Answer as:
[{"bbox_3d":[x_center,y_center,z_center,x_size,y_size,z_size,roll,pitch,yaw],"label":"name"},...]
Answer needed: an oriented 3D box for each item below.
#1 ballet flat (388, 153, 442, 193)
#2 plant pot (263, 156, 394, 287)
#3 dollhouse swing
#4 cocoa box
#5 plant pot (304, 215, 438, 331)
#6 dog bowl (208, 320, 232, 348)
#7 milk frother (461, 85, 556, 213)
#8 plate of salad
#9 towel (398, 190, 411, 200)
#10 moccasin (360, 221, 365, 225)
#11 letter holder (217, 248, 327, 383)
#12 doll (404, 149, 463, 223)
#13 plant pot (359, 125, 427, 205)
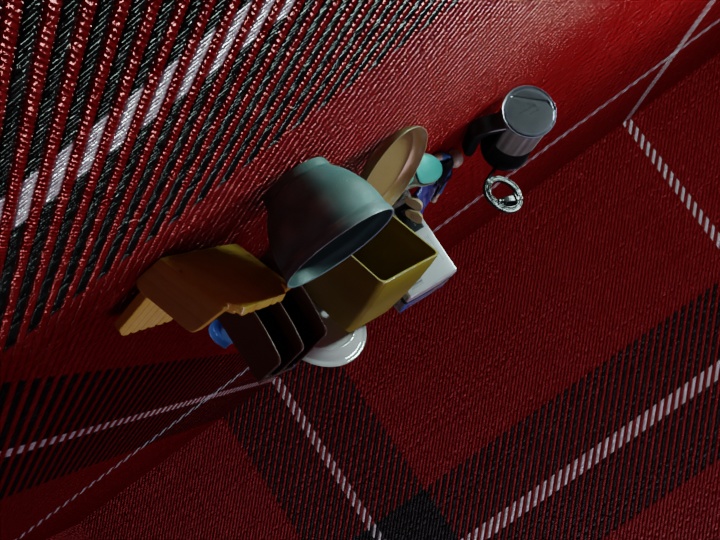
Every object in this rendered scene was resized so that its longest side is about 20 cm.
[{"bbox_3d":[0.089,-0.191,1.541,0.063,0.068,0.199,-7,-169,38],"label":"ballet flat"},{"bbox_3d":[-0.066,-0.087,1.189,0.199,0.135,0.200,-34,172,-5],"label":"plant pot"},{"bbox_3d":[-0.252,0.066,1.226,0.177,0.181,0.200,-60,164,19],"label":"dollhouse swing"},{"bbox_3d":[0.096,-0.033,1.730,0.133,0.201,0.131,-30,169,-17],"label":"cocoa box"},{"bbox_3d":[0.000,0.000,1.546,0.199,0.200,0.177,-26,148,-48],"label":"plant pot"},{"bbox_3d":[-0.214,0.136,1.594,0.111,0.199,0.050,-38,-152,41],"label":"dog bowl"},{"bbox_3d":[0.331,-0.251,1.656,0.179,0.201,0.188,-29,171,-11],"label":"milk frother"},{"bbox_3d":[-0.084,0.113,1.567,0.199,0.200,0.048,-28,158,-40],"label":"plate of salad"},{"bbox_3d":[0.047,-0.139,1.717,0.149,0.031,0.200,-37,172,3],"label":"towel"},{"bbox_3d":[-0.050,-0.068,1.348,0.068,0.081,0.199,-47,-162,-30],"label":"moccasin"},{"bbox_3d":[-0.173,0.078,1.433,0.100,0.201,0.142,-19,160,-52],"label":"letter holder"},{"bbox_3d":[0.163,-0.193,1.689,0.200,0.048,0.137,-53,156,-29],"label":"doll"},{"bbox_3d":[0.047,-0.172,1.367,0.200,0.027,0.201,-48,162,-20],"label":"plant pot"}]
